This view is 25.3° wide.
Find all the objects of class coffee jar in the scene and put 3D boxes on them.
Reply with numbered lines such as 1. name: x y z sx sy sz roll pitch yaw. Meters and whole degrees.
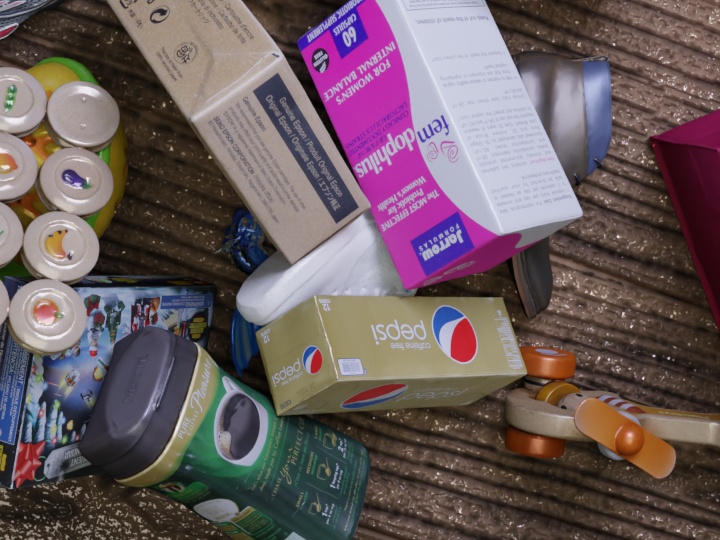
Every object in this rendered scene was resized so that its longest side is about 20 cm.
1. coffee jar: -0.093 0.124 1.100 0.200 0.085 0.105 35 52 -26

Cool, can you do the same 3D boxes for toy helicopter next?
1. toy helicopter: 0.207 0.113 1.192 0.199 0.132 0.079 6 96 -5

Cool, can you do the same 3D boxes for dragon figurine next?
1. dragon figurine: -0.068 0.049 1.201 0.099 0.059 0.201 7 96 -5

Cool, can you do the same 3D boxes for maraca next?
1. maraca: -0.229 -0.053 1.149 0.107 0.137 0.201 5 103 -42

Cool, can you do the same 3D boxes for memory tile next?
1. memory tile: -0.239 -0.046 1.036 0.153 0.017 0.201 13 62 -16

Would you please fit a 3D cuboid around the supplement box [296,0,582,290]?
1. supplement box: 0.055 -0.101 1.127 0.101 0.103 0.201 -32 78 40

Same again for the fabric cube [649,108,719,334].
1. fabric cube: 0.352 -0.041 1.151 0.199 0.200 0.197 -21 99 -1

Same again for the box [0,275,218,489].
1. box: -0.182 0.074 1.133 0.040 0.200 0.137 15 98 29

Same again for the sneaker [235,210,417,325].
1. sneaker: 0.000 0.000 1.155 0.200 0.075 0.089 -36 105 -36

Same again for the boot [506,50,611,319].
1. boot: 0.148 -0.067 1.196 0.097 0.075 0.201 -8 95 0

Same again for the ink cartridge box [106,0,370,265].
1. ink cartridge box: -0.090 -0.126 1.083 0.075 0.200 0.165 -35 141 -1

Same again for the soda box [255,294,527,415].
1. soda box: 0.026 0.060 1.143 0.068 0.200 0.064 -32 66 40

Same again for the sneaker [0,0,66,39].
1. sneaker: -0.283 -0.196 1.149 0.200 0.075 0.081 -35 98 1
